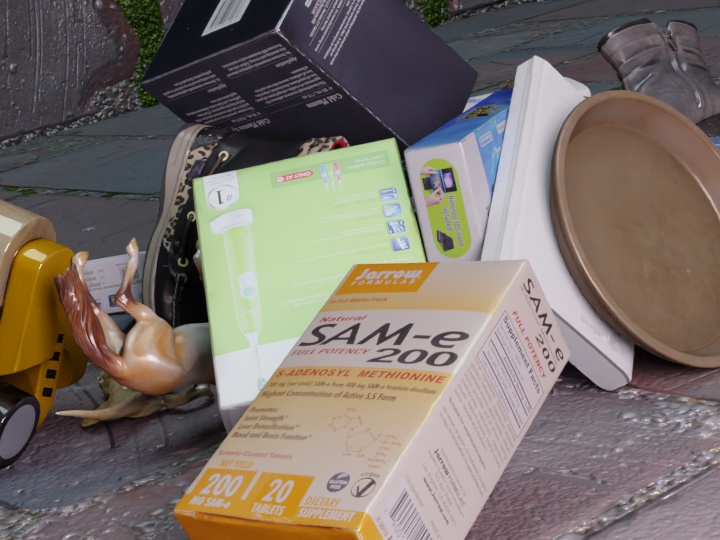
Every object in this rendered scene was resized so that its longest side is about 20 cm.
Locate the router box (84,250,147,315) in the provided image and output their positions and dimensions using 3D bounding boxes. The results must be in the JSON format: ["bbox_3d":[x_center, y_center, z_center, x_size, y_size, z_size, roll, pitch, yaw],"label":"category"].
[{"bbox_3d":[-0.141,0.003,1.410,0.199,0.049,0.179,-9,-1,12],"label":"router box"}]

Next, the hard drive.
[{"bbox_3d":[0.142,-0.035,1.062,0.026,0.132,0.201,-29,34,38],"label":"hard drive"}]

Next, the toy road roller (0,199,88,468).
[{"bbox_3d":[-0.266,0.034,1.164,0.122,0.201,0.146,22,20,18],"label":"toy road roller"}]

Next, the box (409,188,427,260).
[{"bbox_3d":[0.000,0.000,1.226,0.200,0.039,0.137,-38,8,14],"label":"box"}]

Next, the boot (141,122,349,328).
[{"bbox_3d":[-0.089,-0.017,1.253,0.153,0.205,0.073,3,-8,28],"label":"boot"}]

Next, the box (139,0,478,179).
[{"bbox_3d":[-0.043,-0.156,1.284,0.200,0.182,0.104,-10,48,50],"label":"box"}]

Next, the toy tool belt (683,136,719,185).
[{"bbox_3d":[0.249,-0.052,1.188,0.125,0.124,0.200,17,28,36],"label":"toy tool belt"}]

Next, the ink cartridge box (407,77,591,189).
[{"bbox_3d":[0.115,-0.080,1.412,0.199,0.146,0.084,-13,13,-5],"label":"ink cartridge box"}]

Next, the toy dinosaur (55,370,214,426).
[{"bbox_3d":[-0.167,0.093,1.181,0.101,0.058,0.200,-27,7,0],"label":"toy dinosaur"}]

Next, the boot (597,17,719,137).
[{"bbox_3d":[0.227,-0.141,1.290,0.199,0.132,0.070,-9,-29,-42],"label":"boot"}]

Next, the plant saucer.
[{"bbox_3d":[0.198,-0.026,1.055,0.200,0.201,0.029,-25,-6,-44],"label":"plant saucer"}]

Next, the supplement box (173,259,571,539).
[{"bbox_3d":[0.010,0.084,0.839,0.126,0.074,0.200,-2,39,38],"label":"supplement box"}]

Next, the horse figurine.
[{"bbox_3d":[-0.127,0.041,1.105,0.199,0.133,0.050,1,-26,-39],"label":"horse figurine"}]

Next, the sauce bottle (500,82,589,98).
[{"bbox_3d":[0.204,-0.111,1.331,0.199,0.066,0.066,10,3,-27],"label":"sauce bottle"}]

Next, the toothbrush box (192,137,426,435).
[{"bbox_3d":[-0.026,0.022,1.039,0.145,0.086,0.201,-12,48,-1],"label":"toothbrush box"}]

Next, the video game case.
[{"bbox_3d":[0.103,-0.022,1.105,0.045,0.182,0.200,-7,14,25],"label":"video game case"}]
